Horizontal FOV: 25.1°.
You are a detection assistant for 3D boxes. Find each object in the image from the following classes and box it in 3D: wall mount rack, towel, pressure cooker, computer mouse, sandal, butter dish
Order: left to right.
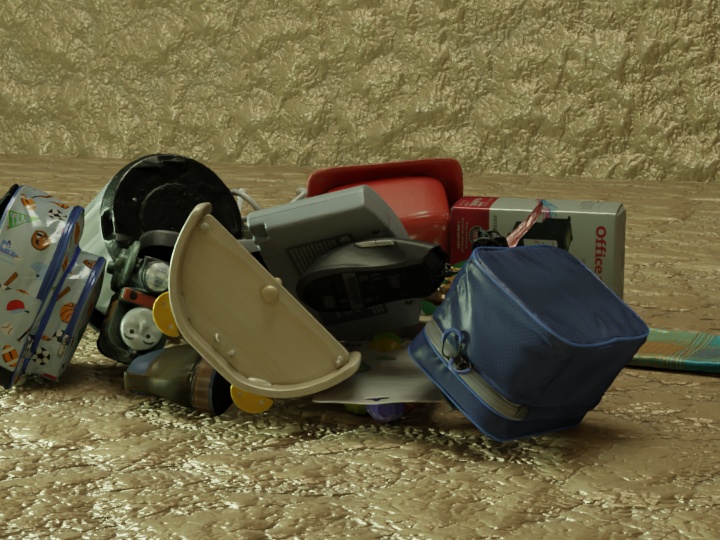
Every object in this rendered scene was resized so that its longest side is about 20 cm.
[{"bbox_3d":[-0.242,-0.026,1.846,0.174,0.180,0.200,-15,-10,-33],"label":"pressure cooker"},{"bbox_3d":[-0.139,-0.002,1.717,0.198,0.043,0.076,5,-27,-10],"label":"sandal"},{"bbox_3d":[-0.091,-0.030,1.896,0.074,0.201,0.173,-42,21,-25],"label":"wall mount rack"},{"bbox_3d":[0.039,-0.015,1.935,0.197,0.202,0.148,-5,33,-9],"label":"butter dish"},{"bbox_3d":[0.045,0.007,1.489,0.198,0.046,0.141,-11,-32,9],"label":"computer mouse"},{"bbox_3d":[0.341,0.084,1.748,0.198,0.022,0.146,4,10,25],"label":"towel"}]

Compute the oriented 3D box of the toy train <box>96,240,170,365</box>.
[{"bbox_3d":[-0.220,0.038,1.628,0.084,0.115,0.200,17,-8,-13],"label":"toy train"}]

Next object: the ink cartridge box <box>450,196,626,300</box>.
[{"bbox_3d":[0.210,-0.008,1.914,0.197,0.148,0.083,2,11,15],"label":"ink cartridge box"}]

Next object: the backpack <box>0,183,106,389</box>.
[{"bbox_3d":[-0.339,0.014,1.636,0.152,0.193,0.200,15,6,-14],"label":"backpack"}]

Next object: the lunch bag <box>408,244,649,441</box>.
[{"bbox_3d":[0.140,0.070,1.410,0.199,0.133,0.136,-1,40,-51],"label":"lunch bag"}]

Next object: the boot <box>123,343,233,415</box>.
[{"bbox_3d":[-0.152,0.084,1.571,0.096,0.076,0.200,6,12,14],"label":"boot"}]

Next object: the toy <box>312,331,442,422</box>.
[{"bbox_3d":[0.021,0.108,1.504,0.114,0.048,0.200,-1,16,4],"label":"toy"}]

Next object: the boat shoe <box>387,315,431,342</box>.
[{"bbox_3d":[0.113,0.077,1.630,0.198,0.077,0.071,11,10,39],"label":"boat shoe"}]

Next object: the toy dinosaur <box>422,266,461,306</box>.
[{"bbox_3d":[0.141,0.028,1.648,0.199,0.061,0.106,23,-17,41],"label":"toy dinosaur"}]

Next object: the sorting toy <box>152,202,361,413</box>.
[{"bbox_3d":[-0.099,0.037,1.489,0.200,0.107,0.180,45,8,-3],"label":"sorting toy"}]

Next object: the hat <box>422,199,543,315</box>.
[{"bbox_3d":[0.113,-0.005,1.792,0.197,0.178,0.166,3,11,14],"label":"hat"}]

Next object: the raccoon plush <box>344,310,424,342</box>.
[{"bbox_3d":[0.000,0.000,1.711,0.096,0.201,0.135,-21,51,-4],"label":"raccoon plush"}]

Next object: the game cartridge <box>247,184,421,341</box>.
[{"bbox_3d":[-0.014,-0.004,1.531,0.132,0.042,0.201,-16,-38,8],"label":"game cartridge"}]
